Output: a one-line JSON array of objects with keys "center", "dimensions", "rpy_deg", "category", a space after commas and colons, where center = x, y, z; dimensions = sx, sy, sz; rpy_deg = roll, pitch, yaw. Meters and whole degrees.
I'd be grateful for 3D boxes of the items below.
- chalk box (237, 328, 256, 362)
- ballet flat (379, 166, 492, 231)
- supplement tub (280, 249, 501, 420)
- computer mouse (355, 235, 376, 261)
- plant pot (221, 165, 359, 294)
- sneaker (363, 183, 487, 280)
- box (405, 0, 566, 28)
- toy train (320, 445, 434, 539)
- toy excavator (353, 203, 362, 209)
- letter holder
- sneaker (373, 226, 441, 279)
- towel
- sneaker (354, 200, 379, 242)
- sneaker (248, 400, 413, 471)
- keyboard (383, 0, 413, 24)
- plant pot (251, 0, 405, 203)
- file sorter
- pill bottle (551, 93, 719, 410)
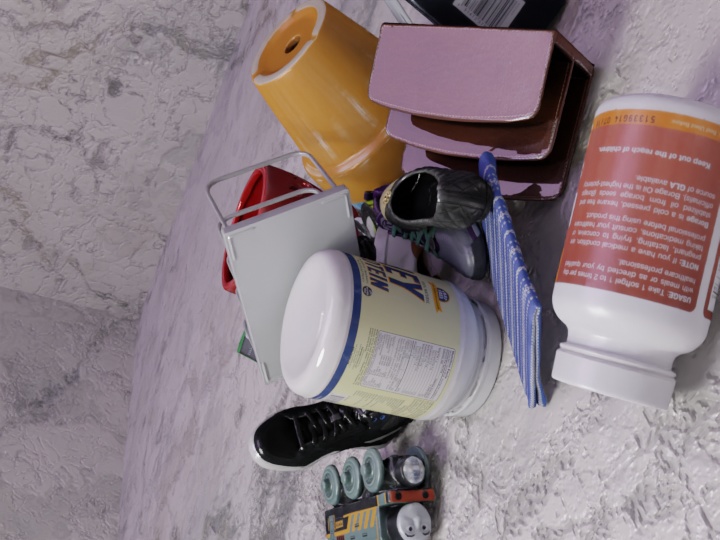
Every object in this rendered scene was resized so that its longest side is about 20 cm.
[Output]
[{"center": [-0.077, 0.065, 1.116], "dimensions": [0.126, 0.122, 0.200], "rpy_deg": [-67, -6, 26], "category": "chalk box"}, {"center": [0.061, -0.074, 0.815], "dimensions": [0.199, 0.056, 0.068], "rpy_deg": [-172, 94, -68], "category": "ballet flat"}, {"center": [0.030, 0.071, 0.853], "dimensions": [0.145, 0.196, 0.148], "rpy_deg": [-44, 39, 50], "category": "supplement tub"}, {"center": [0.000, 0.000, 0.979], "dimensions": [0.200, 0.033, 0.060], "rpy_deg": [124, 124, -72], "category": "computer mouse"}, {"center": [-0.104, -0.044, 1.300], "dimensions": [0.200, 0.179, 0.205], "rpy_deg": [-165, 90, -69], "category": "plant pot"}, {"center": [0.068, -0.041, 0.911], "dimensions": [0.201, 0.085, 0.076], "rpy_deg": [-122, 23, -57], "category": "sneaker"}, {"center": [0.115, -0.325, 0.946], "dimensions": [0.108, 0.147, 0.201], "rpy_deg": [-53, 27, 15], "category": "box"}, {"center": [0.018, 0.267, 0.938], "dimensions": [0.200, 0.083, 0.117], "rpy_deg": [-38, 54, 55], "category": "toy train"}, {"center": [0.055, -0.167, 1.125], "dimensions": [0.199, 0.098, 0.199], "rpy_deg": [26, 98, 56], "category": "toy excavator"}, {"center": [0.107, -0.154, 0.824], "dimensions": [0.197, 0.100, 0.146], "rpy_deg": [15, 92, 37], "category": "letter holder"}, {"center": [0.058, 0.051, 0.989], "dimensions": [0.073, 0.082, 0.205], "rpy_deg": [-57, -32, -69], "category": "sneaker"}, {"center": [0.141, 0.005, 0.767], "dimensions": [0.147, 0.023, 0.203], "rpy_deg": [77, -176, -46], "category": "towel"}, {"center": [0.042, -0.059, 1.102], "dimensions": [0.075, 0.080, 0.200], "rpy_deg": [65, 171, 2], "category": "sneaker"}, {"center": [-0.025, 0.161, 0.944], "dimensions": [0.112, 0.196, 0.074], "rpy_deg": [-54, 51, 43], "category": "sneaker"}, {"center": [0.051, -0.295, 0.975], "dimensions": [0.011, 0.200, 0.056], "rpy_deg": [-41, 40, 4], "category": "keyboard"}, {"center": [-0.028, -0.217, 1.014], "dimensions": [0.198, 0.182, 0.203], "rpy_deg": [-29, 41, 29], "category": "plant pot"}, {"center": [-0.081, -0.007, 0.935], "dimensions": [0.125, 0.136, 0.204], "rpy_deg": [-128, 23, -51], "category": "file sorter"}, {"center": [0.200, -0.012, 0.596], "dimensions": [0.112, 0.110, 0.205], "rpy_deg": [-170, 95, -69], "category": "pill bottle"}]
